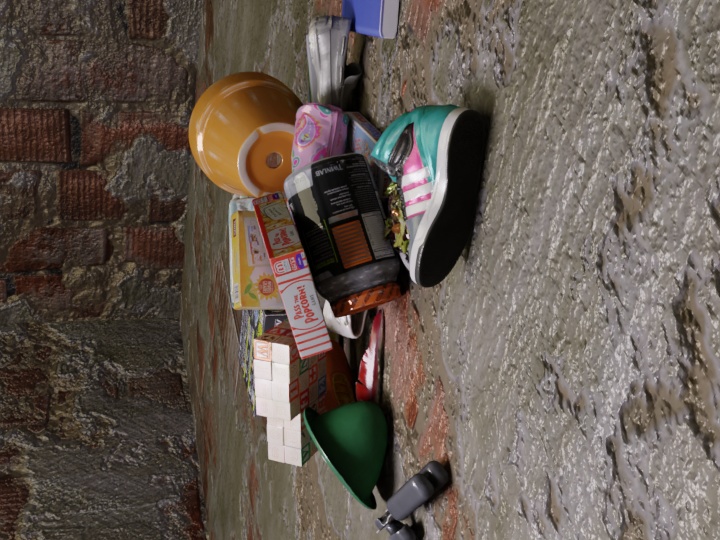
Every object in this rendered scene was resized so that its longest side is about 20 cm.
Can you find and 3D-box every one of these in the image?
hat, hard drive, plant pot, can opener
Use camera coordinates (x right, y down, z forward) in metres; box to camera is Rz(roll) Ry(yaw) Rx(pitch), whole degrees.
[{"bbox_3d":[0.031,0.209,1.354,0.200,0.176,0.166,53,-177,-28],"label":"hat"},{"bbox_3d":[0.013,-0.404,1.363,0.200,0.025,0.133,-134,46,-67],"label":"hard drive"},{"bbox_3d":[-0.158,-0.200,1.534,0.183,0.199,0.201,-134,45,-59],"label":"plant pot"},{"bbox_3d":[0.070,0.302,1.204,0.067,0.053,0.200,49,150,13],"label":"can opener"}]

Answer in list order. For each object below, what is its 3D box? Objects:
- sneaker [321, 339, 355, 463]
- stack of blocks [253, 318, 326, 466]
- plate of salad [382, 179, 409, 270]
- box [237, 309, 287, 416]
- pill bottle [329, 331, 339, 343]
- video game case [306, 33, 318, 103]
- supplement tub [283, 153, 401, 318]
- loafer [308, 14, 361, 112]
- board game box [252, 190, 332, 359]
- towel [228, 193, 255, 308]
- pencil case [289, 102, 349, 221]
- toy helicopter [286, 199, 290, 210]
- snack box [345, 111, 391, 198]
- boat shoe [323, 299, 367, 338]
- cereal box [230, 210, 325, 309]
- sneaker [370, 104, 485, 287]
[{"bbox_3d":[-0.027,0.206,1.493,0.077,0.073,0.201,-17,81,56],"label":"sneaker"},{"bbox_3d":[-0.100,0.180,1.406,0.115,0.058,0.201,-32,-54,-60],"label":"stack of blocks"},{"bbox_3d":[0.061,-0.095,1.186,0.200,0.048,0.202,179,90,-73],"label":"plate of salad"},{"bbox_3d":[-0.157,0.107,1.541,0.160,0.044,0.201,-118,31,-53],"label":"box"},{"bbox_3d":[-0.091,0.149,1.594,0.112,0.112,0.201,-166,76,-73],"label":"pill bottle"},{"bbox_3d":[-0.073,-0.259,1.596,0.182,0.022,0.201,97,167,-74],"label":"video game case"},{"bbox_3d":[-0.020,-0.045,1.290,0.123,0.122,0.201,147,107,-70],"label":"supplement tub"},{"bbox_3d":[-0.032,-0.289,1.449,0.070,0.069,0.201,-86,-9,-46],"label":"loafer"},{"bbox_3d":[-0.093,0.001,1.281,0.200,0.046,0.152,-117,11,-62],"label":"board game box"},{"bbox_3d":[-0.141,-0.035,1.651,0.048,0.170,0.201,163,106,-71],"label":"towel"},{"bbox_3d":[-0.062,-0.142,1.410,0.087,0.087,0.201,145,131,-70],"label":"pencil case"},{"bbox_3d":[-0.057,-0.108,1.535,0.200,0.078,0.133,117,145,-54],"label":"toy helicopter"},{"bbox_3d":[0.010,-0.171,1.391,0.200,0.024,0.072,-124,37,-62],"label":"snack box"},{"bbox_3d":[0.000,0.000,1.380,0.069,0.071,0.201,22,108,46],"label":"boat shoe"},{"bbox_3d":[-0.093,-0.014,1.440,0.039,0.199,0.145,160,109,-63],"label":"cereal box"},{"bbox_3d":[0.061,-0.092,1.064,0.121,0.083,0.201,29,114,44],"label":"sneaker"}]
